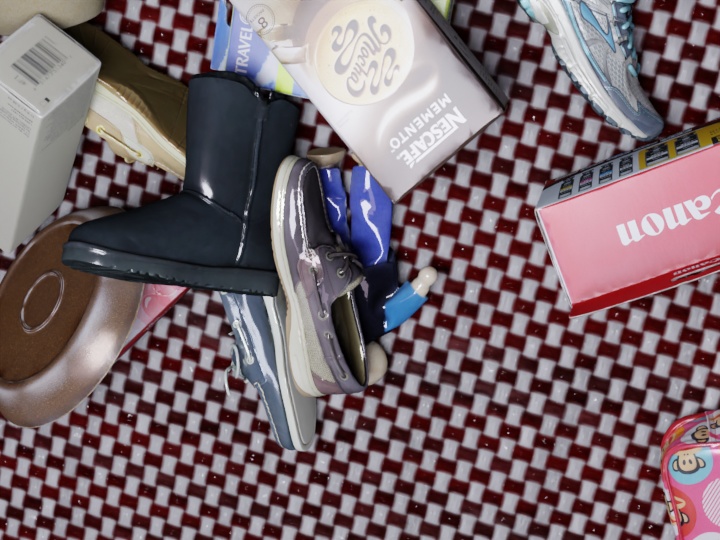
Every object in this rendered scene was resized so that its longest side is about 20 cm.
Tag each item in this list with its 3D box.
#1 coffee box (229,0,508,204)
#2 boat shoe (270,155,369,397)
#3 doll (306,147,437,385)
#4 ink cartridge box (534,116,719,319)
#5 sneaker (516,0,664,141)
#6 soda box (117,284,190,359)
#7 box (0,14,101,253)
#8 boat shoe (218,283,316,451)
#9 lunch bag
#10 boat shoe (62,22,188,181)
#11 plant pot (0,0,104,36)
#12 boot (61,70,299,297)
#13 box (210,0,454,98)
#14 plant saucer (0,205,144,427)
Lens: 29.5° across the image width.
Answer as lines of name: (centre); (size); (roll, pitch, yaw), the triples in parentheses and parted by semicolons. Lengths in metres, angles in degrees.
coffee box: (0.010, -0.168, 1.043); (0.113, 0.080, 0.201); (-39, 94, 15)
boat shoe: (-0.028, 0.006, 1.098); (0.064, 0.072, 0.203); (1, 107, 22)
doll: (0.000, 0.000, 1.149); (0.134, 0.048, 0.203); (1, 103, 15)
ink cartridge box: (0.238, -0.050, 1.020); (0.198, 0.176, 0.085); (-20, 98, 15)
sneaker: (0.183, -0.193, 1.051); (0.086, 0.078, 0.201); (-35, 94, 14)
soda box: (-0.226, 0.042, 1.200); (0.200, 0.063, 0.070); (-43, 92, 18)
box: (-0.275, -0.107, 1.116); (0.068, 0.082, 0.201); (37, 141, 2)
boat shoe: (-0.087, 0.060, 1.168); (0.061, 0.075, 0.203); (-13, 99, 13)
lunch bag: (0.351, 0.194, 1.102); (0.197, 0.082, 0.179); (-13, 101, 14)
boat shoe: (-0.187, -0.129, 1.153); (0.199, 0.074, 0.066); (39, 131, -6)
plant pot: (-0.272, -0.297, 1.084); (0.184, 0.188, 0.203); (-3, 116, 12)
boot: (-0.137, -0.072, 1.067); (0.076, 0.198, 0.171); (-1, 83, 50)
box: (-0.027, -0.200, 1.109); (0.197, 0.048, 0.124); (12, 105, 8)
plant saucer: (-0.258, 0.031, 1.148); (0.200, 0.201, 0.032); (-42, 132, 18)
